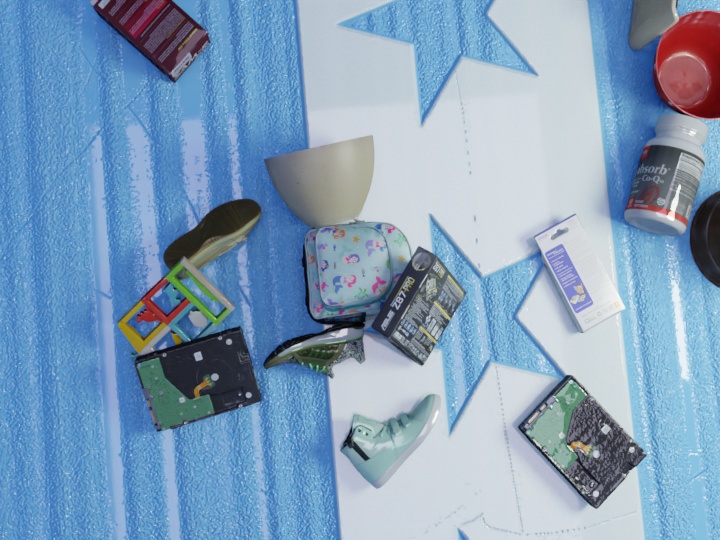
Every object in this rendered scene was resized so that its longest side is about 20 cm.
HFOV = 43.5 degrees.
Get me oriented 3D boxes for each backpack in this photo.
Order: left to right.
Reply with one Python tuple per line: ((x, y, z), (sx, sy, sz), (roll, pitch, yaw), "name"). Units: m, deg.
((0.000, 0.000, 1.607), (0.196, 0.151, 0.181), (-3, 79, -9), "backpack")

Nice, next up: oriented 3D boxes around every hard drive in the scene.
((-0.288, 0.194, 1.610), (0.197, 0.038, 0.142), (-17, 102, -5), "hard drive")
((0.404, 0.311, 1.648), (0.140, 0.038, 0.200), (-45, 90, -5), "hard drive")

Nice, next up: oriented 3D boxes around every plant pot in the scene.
((-0.060, -0.153, 1.597), (0.197, 0.200, 0.137), (-14, 98, -4), "plant pot")
((0.729, -0.065, 1.623), (0.196, 0.198, 0.204), (0, 86, -3), "plant pot")

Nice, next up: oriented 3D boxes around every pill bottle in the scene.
((0.568, -0.176, 1.665), (0.114, 0.116, 0.203), (18, 84, -1), "pill bottle")

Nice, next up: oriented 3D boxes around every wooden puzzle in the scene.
((0.549, -0.528, 1.657), (0.037, 0.185, 0.204), (4, 85, -6), "wooden puzzle")

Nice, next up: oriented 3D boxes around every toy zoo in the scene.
((-0.339, 0.090, 1.608), (0.200, 0.020, 0.131), (-43, 109, 4), "toy zoo")

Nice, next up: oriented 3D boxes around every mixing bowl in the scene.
((0.625, -0.369, 1.686), (0.196, 0.108, 0.204), (0, 86, -5), "mixing bowl")

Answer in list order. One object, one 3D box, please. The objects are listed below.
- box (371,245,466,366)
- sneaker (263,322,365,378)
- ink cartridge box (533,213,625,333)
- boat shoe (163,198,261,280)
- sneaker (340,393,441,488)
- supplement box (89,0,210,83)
((0.106, 0.067, 1.580), (0.049, 0.200, 0.163), (30, 85, 28), "box")
((-0.077, 0.159, 1.628), (0.197, 0.077, 0.090), (-16, 95, -2), "sneaker")
((0.405, 0.005, 1.681), (0.094, 0.037, 0.202), (-27, 90, -4), "ink cartridge box")
((-0.264, -0.056, 1.644), (0.200, 0.063, 0.073), (-38, 62, -12), "boat shoe")
((0.051, 0.278, 1.617), (0.118, 0.074, 0.201), (41, 87, -6), "sneaker")
((-0.385, -0.457, 1.662), (0.200, 0.061, 0.109), (42, 85, 2), "supplement box")
